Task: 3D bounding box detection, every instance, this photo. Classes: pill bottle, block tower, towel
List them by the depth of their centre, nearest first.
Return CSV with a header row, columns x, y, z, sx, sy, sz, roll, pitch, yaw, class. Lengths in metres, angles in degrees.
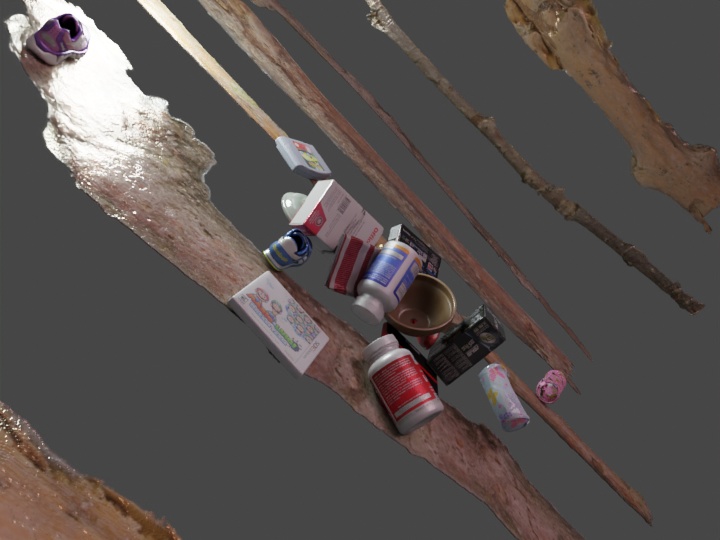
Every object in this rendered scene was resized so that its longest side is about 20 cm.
x,y,z,sx,sy,sz,roll,pitch,yaw,class
0.087,0.247,1.413,0.112,0.112,0.200,7,47,-59,pill bottle
0.061,0.033,1.599,0.112,0.112,0.200,42,66,-17,pill bottle
0.000,0.000,1.627,0.023,0.145,0.200,18,-3,42,towel
0.270,0.160,1.975,0.200,0.058,0.054,19,36,-50,block tower

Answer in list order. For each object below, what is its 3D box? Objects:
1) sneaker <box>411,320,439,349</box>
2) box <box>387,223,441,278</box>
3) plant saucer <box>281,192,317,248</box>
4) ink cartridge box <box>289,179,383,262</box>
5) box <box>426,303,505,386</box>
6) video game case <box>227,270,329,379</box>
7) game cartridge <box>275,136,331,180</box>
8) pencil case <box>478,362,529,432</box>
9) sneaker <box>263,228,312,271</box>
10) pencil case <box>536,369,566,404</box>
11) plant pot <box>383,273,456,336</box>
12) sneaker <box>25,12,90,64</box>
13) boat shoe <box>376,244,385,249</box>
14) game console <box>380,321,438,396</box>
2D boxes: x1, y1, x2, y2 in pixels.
x,y,z,sx,sy,sz,roll,pitch,yaw,class
0.146,0.138,1.775,0.115,0.078,0.200,34,14,-16,sneaker
0.150,-0.004,1.902,0.200,0.050,0.199,38,53,-32,box
-0.123,-0.142,1.724,0.200,0.050,0.200,41,23,-21,plant saucer
-0.058,-0.112,1.642,0.200,0.145,0.084,42,-18,-28,ink cartridge box
0.284,0.196,1.722,0.086,0.200,0.164,49,12,1,box
-0.159,0.104,1.295,0.200,0.024,0.182,48,22,-3,video game case
-0.169,-0.339,1.973,0.133,0.041,0.200,60,24,14,game cartridge
0.419,0.371,1.878,0.090,0.083,0.200,8,42,-27,pencil case
-0.148,-0.055,1.495,0.074,0.082,0.200,48,20,0,sneaker
0.694,0.419,2.328,0.083,0.087,0.200,23,13,22,pencil case
0.146,0.108,1.686,0.200,0.093,0.201,3,44,-3,plant pot
-0.603,-0.491,1.326,0.080,0.088,0.200,40,23,-18,sneaker
0.114,-0.007,1.950,0.200,0.072,0.072,34,55,-42,boat shoe
0.123,0.234,1.621,0.200,0.031,0.177,46,16,-12,game console
